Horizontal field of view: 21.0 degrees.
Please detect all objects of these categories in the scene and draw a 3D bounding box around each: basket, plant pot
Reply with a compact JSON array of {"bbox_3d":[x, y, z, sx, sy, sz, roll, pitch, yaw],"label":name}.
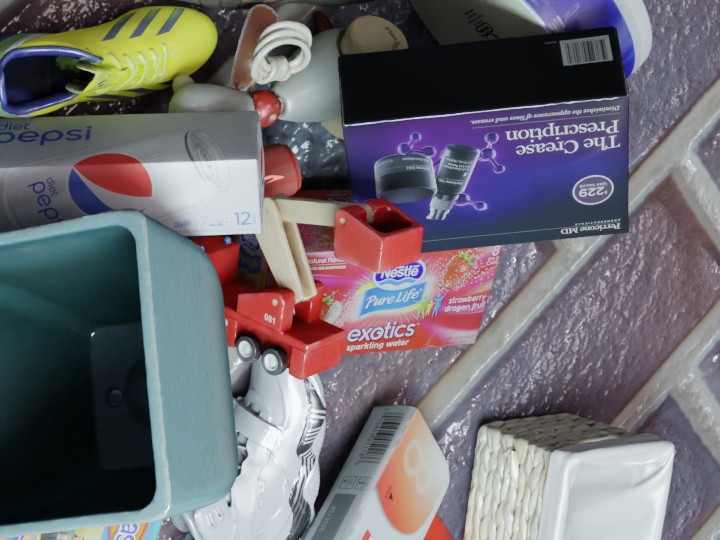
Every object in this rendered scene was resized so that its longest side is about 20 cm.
[{"bbox_3d":[0.174,0.229,1.693,0.135,0.123,0.201,-3,106,-39],"label":"basket"},{"bbox_3d":[-0.179,0.080,1.323,0.200,0.196,0.196,15,67,-68],"label":"plant pot"}]

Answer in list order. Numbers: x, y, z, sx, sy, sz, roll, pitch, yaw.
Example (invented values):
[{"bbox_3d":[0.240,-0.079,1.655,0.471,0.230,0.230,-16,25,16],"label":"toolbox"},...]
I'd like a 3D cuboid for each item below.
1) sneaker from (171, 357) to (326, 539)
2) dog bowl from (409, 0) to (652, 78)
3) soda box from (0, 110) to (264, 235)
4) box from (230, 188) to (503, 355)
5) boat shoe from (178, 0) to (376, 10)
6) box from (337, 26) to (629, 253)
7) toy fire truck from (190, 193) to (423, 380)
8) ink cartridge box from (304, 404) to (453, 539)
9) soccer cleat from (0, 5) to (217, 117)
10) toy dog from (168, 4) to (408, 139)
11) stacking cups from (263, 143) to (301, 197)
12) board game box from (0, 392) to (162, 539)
[{"bbox_3d":[-0.093,0.146,1.523,0.115,0.075,0.201,-11,114,-34],"label":"sneaker"},{"bbox_3d":[0.122,-0.206,1.480,0.079,0.200,0.200,-44,124,-12],"label":"dog bowl"},{"bbox_3d":[-0.167,-0.065,1.346,0.199,0.068,0.064,-1,126,0],"label":"soda box"},{"bbox_3d":[0.000,0.000,1.516,0.200,0.095,0.100,-3,122,-33],"label":"box"},{"bbox_3d":[-0.061,-0.233,1.438,0.200,0.074,0.074,-6,93,-35],"label":"boat shoe"},{"bbox_3d":[0.090,-0.090,1.401,0.199,0.079,0.141,-6,140,3],"label":"box"},{"bbox_3d":[-0.055,-0.001,1.388,0.049,0.200,0.141,-19,124,-49],"label":"toy fire truck"},{"bbox_3d":[0.037,0.237,1.612,0.200,0.050,0.162,59,45,-33],"label":"ink cartridge box"},{"bbox_3d":[-0.182,-0.143,1.368,0.200,0.084,0.065,-14,112,-30],"label":"soccer cleat"},{"bbox_3d":[-0.058,-0.152,1.440,0.200,0.096,0.132,4,134,-51],"label":"toy dog"},{"bbox_3d":[-0.140,-0.044,1.424,0.200,0.060,0.061,-15,113,-20],"label":"stacking cups"},{"bbox_3d":[-0.237,0.161,1.451,0.200,0.045,0.153,13,96,-35],"label":"board game box"}]
